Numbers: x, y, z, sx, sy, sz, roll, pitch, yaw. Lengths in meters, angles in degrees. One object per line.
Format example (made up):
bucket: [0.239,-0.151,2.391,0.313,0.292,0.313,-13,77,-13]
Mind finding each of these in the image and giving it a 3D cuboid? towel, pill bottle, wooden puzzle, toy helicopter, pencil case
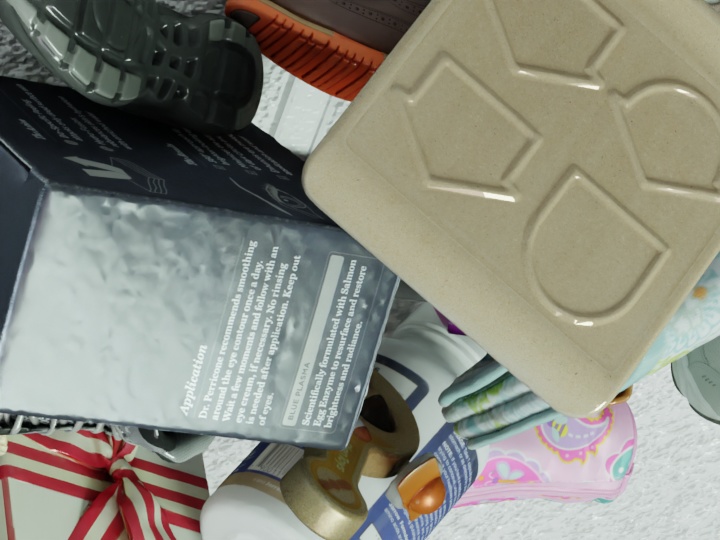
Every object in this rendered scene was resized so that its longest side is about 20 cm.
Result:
towel: [0.148,0.026,1.393,0.171,0.048,0.200,-29,180,-34]
pill bottle: [0.006,0.111,1.537,0.200,0.111,0.111,-46,159,-31]
wooden puzzle: [0.094,-0.059,1.261,0.200,0.185,0.046,-51,-173,-13]
toy helicopter: [-0.005,0.098,1.389,0.132,0.200,0.079,42,108,-9]
pencil case: [0.075,0.116,1.665,0.198,0.088,0.088,-3,144,-19]

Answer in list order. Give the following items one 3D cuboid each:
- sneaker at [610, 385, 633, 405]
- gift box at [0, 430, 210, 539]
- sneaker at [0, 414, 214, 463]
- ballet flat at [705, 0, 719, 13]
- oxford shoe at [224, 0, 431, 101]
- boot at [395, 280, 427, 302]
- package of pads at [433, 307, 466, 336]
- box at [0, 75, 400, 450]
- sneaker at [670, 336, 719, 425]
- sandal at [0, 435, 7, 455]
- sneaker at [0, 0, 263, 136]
sneaker: [0.158,0.007,1.546,0.072,0.085,0.201,-9,143,-6]
gift box: [-0.197,0.161,1.534,0.199,0.186,0.186,17,136,-44]
sneaker: [-0.147,0.061,1.361,0.199,0.115,0.076,-4,107,-24]
ballet flat: [0.135,-0.152,1.336,0.199,0.068,0.068,11,115,-35]
oxford shoe: [0.026,-0.121,1.345,0.199,0.073,0.071,18,168,-20]
boot: [0.000,0.002,1.501,0.199,0.073,0.182,0,143,-31]
package of pads: [0.129,-0.036,1.409,0.199,0.076,0.120,-26,-174,-10]
box: [-0.115,-0.009,1.293,0.199,0.197,0.118,9,106,-30]
sneaker: [0.228,0.010,1.498,0.075,0.201,0.092,15,129,-7]
sandal: [-0.201,0.066,1.433,0.211,0.070,0.078,-19,160,-35]
sneaker: [-0.127,-0.109,1.262,0.079,0.076,0.200,6,167,31]
